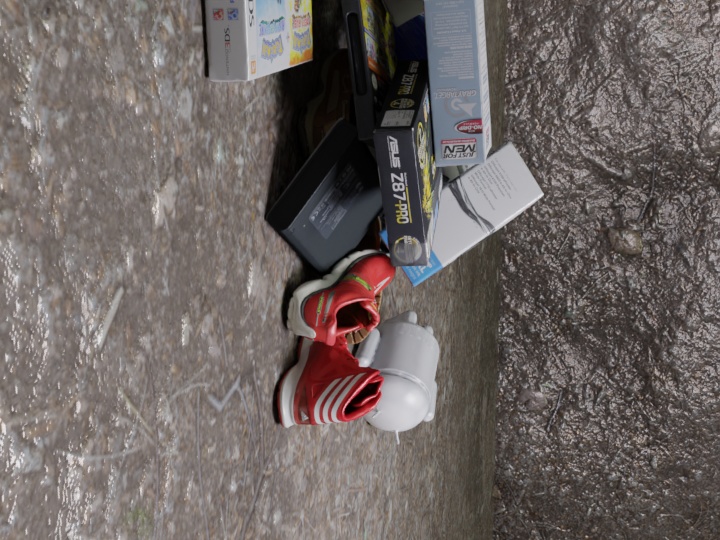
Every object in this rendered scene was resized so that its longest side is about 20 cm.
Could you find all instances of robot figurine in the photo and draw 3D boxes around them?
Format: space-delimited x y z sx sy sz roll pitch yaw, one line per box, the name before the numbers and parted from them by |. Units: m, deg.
robot figurine | 0.056 0.157 1.512 0.169 0.112 0.202 38 45 -25

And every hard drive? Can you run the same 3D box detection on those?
hard drive | -0.029 -0.075 1.167 0.140 0.033 0.200 -54 160 -6

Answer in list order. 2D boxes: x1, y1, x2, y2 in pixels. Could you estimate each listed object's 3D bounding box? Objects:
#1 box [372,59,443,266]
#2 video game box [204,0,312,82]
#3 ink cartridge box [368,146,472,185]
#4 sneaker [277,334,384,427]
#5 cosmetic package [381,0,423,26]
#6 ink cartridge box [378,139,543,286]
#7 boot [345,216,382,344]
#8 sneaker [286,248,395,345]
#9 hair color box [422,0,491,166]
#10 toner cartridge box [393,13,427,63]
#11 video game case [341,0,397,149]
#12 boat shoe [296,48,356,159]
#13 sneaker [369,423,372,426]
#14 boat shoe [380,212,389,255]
box | 0.057 -0.124 1.118 0.201 0.048 0.163 -73 160 -58
video game box | -0.095 -0.284 0.962 0.200 0.046 0.185 -49 143 -67
ink cartridge box | 0.087 -0.166 1.419 0.199 0.083 0.148 -6 75 -56
sneaker | -0.019 0.119 1.202 0.201 0.114 0.079 -69 157 -50
cosmetic package | 0.040 -0.401 1.220 0.107 0.089 0.201 56 11 -40
ink cartridge box | 0.127 -0.069 1.295 0.084 0.199 0.145 55 2 3
boot | 0.000 0.000 1.351 0.107 0.074 0.203 42 51 -78
sneaker | -0.007 0.040 1.209 0.200 0.084 0.078 -34 142 -49
hair color box | 0.110 -0.227 1.130 0.099 0.060 0.203 -57 143 -69
toner cartridge box | 0.056 -0.300 1.284 0.201 0.043 0.096 60 -42 39
video game case | 0.017 -0.230 1.161 0.200 0.025 0.183 -2 85 -77
boat shoe | -0.017 -0.201 1.224 0.201 0.073 0.076 -72 158 -44
sneaker | 0.068 0.225 1.652 0.200 0.075 0.077 -11 101 -77
boat shoe | 0.048 -0.119 1.512 0.072 0.069 0.204 -49 141 -70
